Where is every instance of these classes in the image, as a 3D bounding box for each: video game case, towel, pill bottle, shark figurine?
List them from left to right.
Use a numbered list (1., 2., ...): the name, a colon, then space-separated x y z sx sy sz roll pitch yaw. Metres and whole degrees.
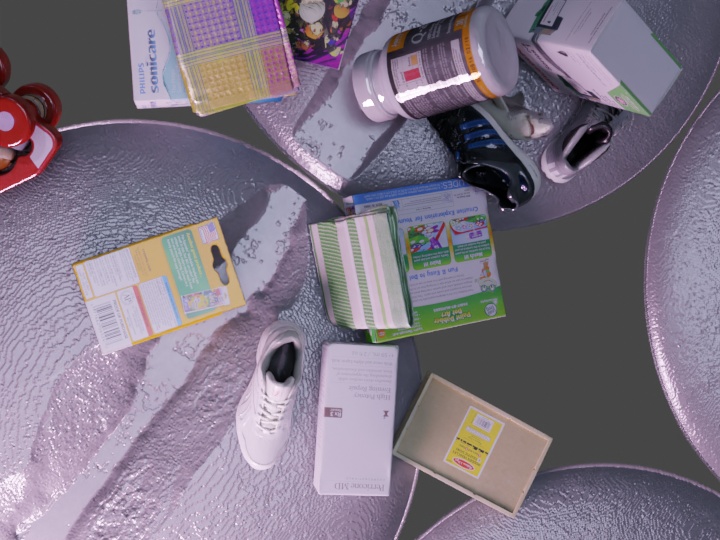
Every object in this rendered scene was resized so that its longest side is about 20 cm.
1. towel: -0.162 -0.291 1.436 0.142 0.023 0.201 -14 122 0
2. video game case: -0.097 -0.359 1.442 0.198 0.036 0.183 11 116 -16
3. towel: 0.000 0.000 1.504 0.023 0.199 0.154 -11 92 -32
4. pill bottle: 0.096 -0.262 1.512 0.199 0.116 0.118 -11 92 32
5. shark figurine: 0.186 -0.252 1.601 0.089 0.128 0.215 -27 75 -32

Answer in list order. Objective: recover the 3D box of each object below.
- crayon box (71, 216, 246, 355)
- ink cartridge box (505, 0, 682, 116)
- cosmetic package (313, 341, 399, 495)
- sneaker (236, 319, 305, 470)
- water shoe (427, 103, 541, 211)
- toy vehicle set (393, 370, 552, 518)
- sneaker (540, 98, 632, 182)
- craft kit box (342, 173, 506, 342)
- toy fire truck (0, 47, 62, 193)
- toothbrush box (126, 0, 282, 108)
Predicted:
1. crayon box: -0.264 0.019 1.535 0.198 0.052 0.127 -19 93 -7
2. ink cartridge box: 0.297 -0.290 1.523 0.146 0.200 0.085 36 86 -33
3. cosmetic package: -0.006 0.198 1.562 0.101 0.074 0.202 2 89 -8
4. sneaker: -0.118 0.165 1.531 0.077 0.099 0.202 9 89 -8
5. water shoe: 0.153 -0.162 1.555 0.200 0.072 0.079 41 51 13
6. toy vehicle set: 0.153 0.241 1.607 0.199 0.027 0.125 29 86 -7
7. sneaker: 0.333 -0.205 1.588 0.075 0.115 0.201 36 86 -7
8. craft kit box: 0.088 -0.017 1.570 0.198 0.048 0.200 -10 89 -21
9. toy fire truck: -0.489 -0.184 1.485 0.200 0.112 0.168 39 109 -6
10. toothbrush box: -0.202 -0.293 1.526 0.198 0.085 0.148 -5 91 -9
